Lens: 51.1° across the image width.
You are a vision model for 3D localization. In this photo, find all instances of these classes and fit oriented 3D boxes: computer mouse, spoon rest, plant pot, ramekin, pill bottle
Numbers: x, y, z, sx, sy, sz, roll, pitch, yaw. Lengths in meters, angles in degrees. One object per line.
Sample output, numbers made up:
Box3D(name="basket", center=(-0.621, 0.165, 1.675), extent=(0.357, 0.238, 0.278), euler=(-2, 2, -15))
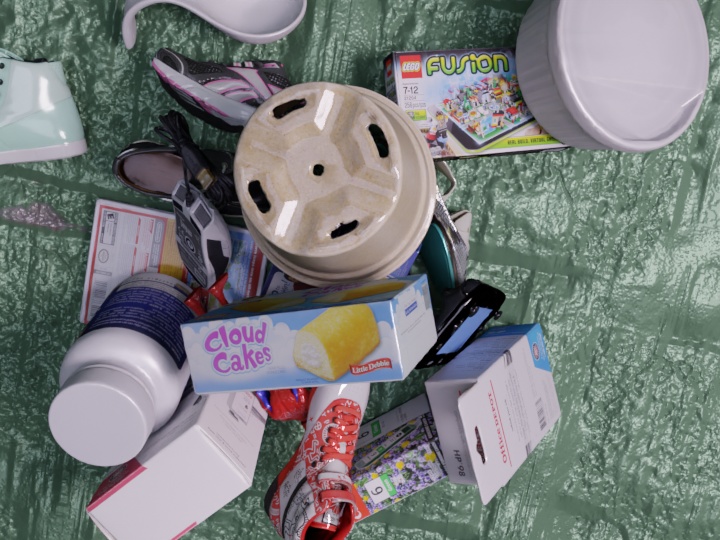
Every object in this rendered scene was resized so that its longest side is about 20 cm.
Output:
Box3D(name="computer mouse", center=(-0.160, -0.059, 0.769), extent=(0.044, 0.201, 0.110), euler=(-32, 64, -27))
Box3D(name="spoon rest", center=(-0.154, -0.272, 0.780), extent=(0.197, 0.061, 0.100), euler=(-6, 63, 2))
Box3D(name="plant pot", center=(-0.028, -0.079, 0.661), extent=(0.198, 0.183, 0.203), euler=(0, 92, 3))
Box3D(name="ramekin", center=(0.246, -0.215, 0.760), extent=(0.200, 0.094, 0.205), euler=(1, 87, -26))
Box3D(name="pill bottle", center=(-0.230, 0.096, 0.757), extent=(0.118, 0.200, 0.121), euler=(1, 114, 1))

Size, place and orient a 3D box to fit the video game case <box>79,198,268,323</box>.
Box3D(name="video game case", center=(-0.210, 0.008, 0.855), extent=(0.197, 0.017, 0.145), euler=(11, 99, -3))

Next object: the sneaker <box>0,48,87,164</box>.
Box3D(name="sneaker", center=(-0.400, -0.170, 0.791), extent=(0.198, 0.074, 0.120), euler=(-9, 106, -10))

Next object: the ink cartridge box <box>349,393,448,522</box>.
Box3D(name="ink cartridge box", center=(0.003, 0.224, 0.849), extent=(0.198, 0.109, 0.051), euler=(-28, 106, 3))

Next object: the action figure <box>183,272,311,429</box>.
Box3D(name="action figure", center=(-0.103, 0.094, 0.798), extent=(0.065, 0.052, 0.201), euler=(-25, 108, 25))

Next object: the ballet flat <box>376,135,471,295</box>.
Box3D(name="ballet flat", center=(0.085, -0.066, 0.828), extent=(0.071, 0.072, 0.202), euler=(-25, 100, 3))

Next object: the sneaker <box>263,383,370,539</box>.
Box3D(name="sneaker", center=(-0.024, 0.188, 0.757), extent=(0.067, 0.108, 0.203), euler=(26, 92, -30))

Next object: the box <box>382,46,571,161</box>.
Box3D(name="box", center=(0.126, -0.175, 0.790), extent=(0.197, 0.035, 0.112), euler=(-8, 92, -16))

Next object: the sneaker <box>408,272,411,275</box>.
Box3D(name="sneaker", center=(0.000, 0.000, 0.840), extent=(0.078, 0.066, 0.201), euler=(-35, 99, 18))

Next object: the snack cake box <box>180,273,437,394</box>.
Box3D(name="snack cake box", center=(-0.042, 0.056, 0.670), extent=(0.198, 0.115, 0.068), euler=(-8, 99, 21))

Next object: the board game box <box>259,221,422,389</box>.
Box3D(name="board game box", center=(-0.037, 0.029, 0.805), extent=(0.134, 0.034, 0.201), euler=(27, 112, 2))

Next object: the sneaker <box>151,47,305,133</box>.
Box3D(name="sneaker", center=(-0.120, -0.190, 0.805), extent=(0.198, 0.080, 0.087), euler=(27, 81, -9))

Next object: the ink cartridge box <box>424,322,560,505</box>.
Box3D(name="ink cartridge box", center=(0.135, 0.145, 0.797), extent=(0.066, 0.199, 0.117), euler=(-7, 102, 38))

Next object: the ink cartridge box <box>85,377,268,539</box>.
Box3D(name="ink cartridge box", center=(-0.179, 0.183, 0.786), extent=(0.146, 0.200, 0.083), euler=(-38, 103, 9))

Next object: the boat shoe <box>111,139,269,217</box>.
Box3D(name="boat shoe", center=(-0.166, -0.096, 0.815), extent=(0.197, 0.068, 0.073), euler=(10, 98, -5))

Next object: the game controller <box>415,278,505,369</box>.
Box3D(name="game controller", center=(0.104, 0.058, 0.787), extent=(0.042, 0.200, 0.105), euler=(33, 96, 18))
